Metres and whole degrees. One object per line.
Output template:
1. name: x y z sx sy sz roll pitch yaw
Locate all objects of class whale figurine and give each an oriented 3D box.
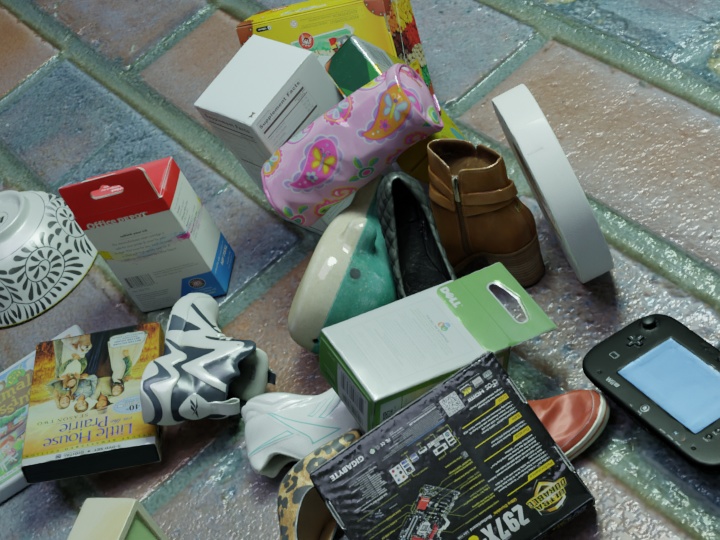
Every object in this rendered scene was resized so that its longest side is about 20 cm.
1. whale figurine: 0.000 0.000 1.636 0.103 0.160 0.201 24 55 -1

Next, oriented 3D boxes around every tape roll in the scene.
1. tape roll: 0.185 -0.084 1.540 0.037 0.204 0.204 -26 39 4

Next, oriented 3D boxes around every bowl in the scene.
1. bowl: -0.429 -0.036 1.967 0.199 0.095 0.202 -17 40 15

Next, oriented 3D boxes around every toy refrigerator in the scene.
1. toy refrigerator: -0.251 0.317 1.492 0.069 0.076 0.201 -4 45 29

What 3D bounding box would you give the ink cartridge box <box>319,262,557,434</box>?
1. ink cartridge box: 0.072 0.074 1.482 0.198 0.060 0.104 -20 46 -22

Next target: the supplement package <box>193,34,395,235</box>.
1. supplement package: -0.070 -0.146 1.760 0.113 0.200 0.110 24 69 45

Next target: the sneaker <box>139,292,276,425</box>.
1. sneaker: -0.144 0.093 1.669 0.128 0.080 0.199 4 25 10

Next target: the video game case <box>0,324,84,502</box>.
1. video game case: -0.375 0.167 1.774 0.199 0.022 0.182 -33 39 -2

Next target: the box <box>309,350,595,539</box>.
1. box: 0.078 0.191 1.382 0.199 0.049 0.160 -34 72 -4

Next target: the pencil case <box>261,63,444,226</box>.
1. pencil case: -0.010 -0.126 1.630 0.199 0.087 0.088 -36 35 22

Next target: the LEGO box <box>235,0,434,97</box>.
1. LEGO box: -0.029 -0.244 1.876 0.198 0.150 0.077 -7 20 26

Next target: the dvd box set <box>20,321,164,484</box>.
1. dvd box set: -0.283 0.138 1.702 0.145 0.030 0.201 -10 37 2

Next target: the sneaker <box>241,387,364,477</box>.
1. sneaker: -0.022 0.152 1.540 0.198 0.070 0.081 -16 57 21

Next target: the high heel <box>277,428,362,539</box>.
1. high heel: -0.029 0.246 1.421 0.201 0.071 0.142 -56 36 -4

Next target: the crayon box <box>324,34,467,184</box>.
1. crayon box: 0.058 -0.155 1.716 0.051 0.127 0.201 -44 64 17

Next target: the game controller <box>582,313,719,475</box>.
1. game controller: 0.283 0.106 1.393 0.104 0.042 0.200 -22 35 -20

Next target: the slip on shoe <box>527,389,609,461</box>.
1. slip on shoe: 0.129 0.149 1.441 0.198 0.061 0.074 -17 39 14

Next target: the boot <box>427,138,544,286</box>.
1. boot: 0.089 -0.065 1.615 0.198 0.156 0.074 5 46 35

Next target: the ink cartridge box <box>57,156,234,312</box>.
1. ink cartridge box: -0.237 -0.052 1.774 0.115 0.201 0.068 -12 42 21

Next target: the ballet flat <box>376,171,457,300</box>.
1. ballet flat: 0.059 0.000 1.567 0.066 0.202 0.057 -22 -5 6
